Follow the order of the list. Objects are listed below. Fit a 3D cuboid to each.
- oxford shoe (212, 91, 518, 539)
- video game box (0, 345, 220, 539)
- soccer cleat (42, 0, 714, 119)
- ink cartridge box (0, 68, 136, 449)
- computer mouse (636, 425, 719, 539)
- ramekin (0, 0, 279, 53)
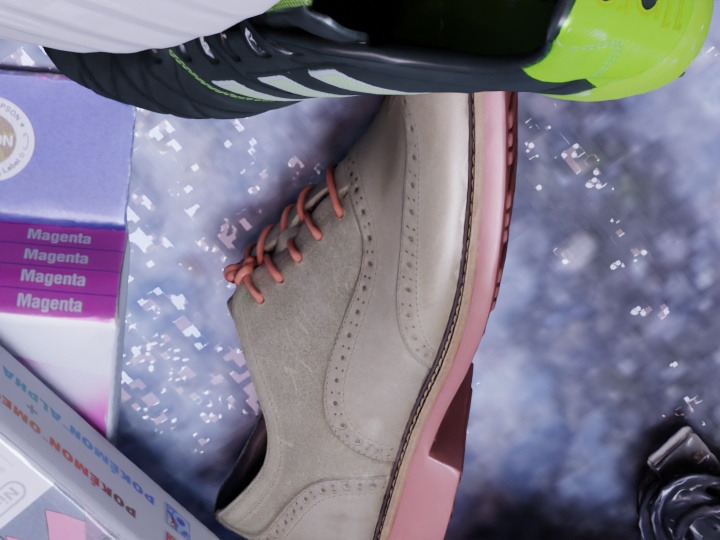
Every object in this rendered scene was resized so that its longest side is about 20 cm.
[{"bbox_3d":[0.000,0.000,0.802,0.074,0.071,0.201,10,117,0],"label":"oxford shoe"},{"bbox_3d":[-0.143,0.110,0.826,0.200,0.047,0.182,-38,113,18],"label":"video game box"},{"bbox_3d":[-0.011,-0.072,0.720,0.199,0.081,0.068,3,89,34],"label":"soccer cleat"},{"bbox_3d":[-0.166,0.036,0.835,0.195,0.043,0.201,5,119,-3],"label":"ink cartridge box"},{"bbox_3d":[0.191,0.065,0.853,0.200,0.053,0.139,-26,118,26],"label":"computer mouse"},{"bbox_3d":[-0.063,-0.144,0.657,0.200,0.201,0.105,-38,152,18],"label":"ramekin"}]
